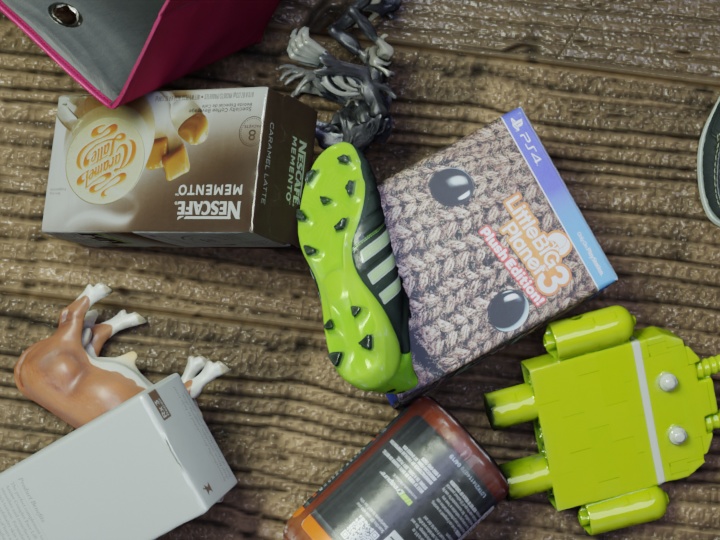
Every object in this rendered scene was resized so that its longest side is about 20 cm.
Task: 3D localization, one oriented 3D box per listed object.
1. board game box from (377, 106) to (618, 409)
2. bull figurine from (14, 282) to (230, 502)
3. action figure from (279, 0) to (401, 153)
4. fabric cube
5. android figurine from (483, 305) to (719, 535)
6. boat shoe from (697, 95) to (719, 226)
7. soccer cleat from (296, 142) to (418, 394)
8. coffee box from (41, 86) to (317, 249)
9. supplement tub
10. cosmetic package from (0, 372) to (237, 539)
[{"bbox_3d":[0.076,-0.007,1.221,0.199,0.097,0.160,-29,84,-6],"label":"board game box"},{"bbox_3d":[-0.177,0.105,1.211,0.199,0.065,0.122,34,78,0],"label":"bull figurine"},{"bbox_3d":[-0.016,-0.162,1.235,0.101,0.119,0.201,13,72,-11],"label":"action figure"},{"bbox_3d":[-0.158,-0.279,1.155,0.196,0.200,0.199,43,38,8],"label":"fabric cube"},{"bbox_3d":[0.203,0.119,1.218,0.198,0.041,0.183,-12,102,-4],"label":"android figurine"},{"bbox_3d":[0.332,-0.134,1.268,0.075,0.060,0.202,12,81,-1],"label":"boat shoe"},{"bbox_3d":[0.000,0.000,1.138,0.067,0.081,0.201,-22,61,26],"label":"soccer cleat"},{"bbox_3d":[-0.142,-0.077,1.187,0.199,0.080,0.115,2,81,28],"label":"coffee box"},{"bbox_3d":[0.013,0.199,1.184,0.200,0.107,0.107,-42,85,-6],"label":"supplement tub"},{"bbox_3d":[-0.203,0.170,1.153,0.199,0.074,0.102,-28,92,19],"label":"cosmetic package"}]
